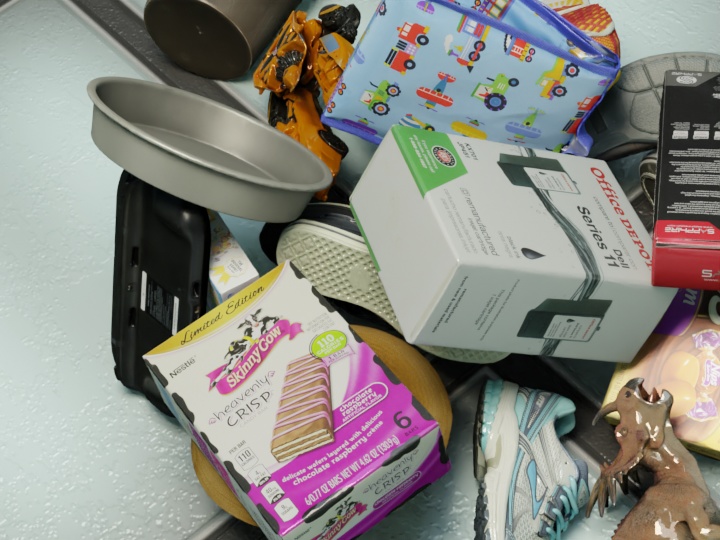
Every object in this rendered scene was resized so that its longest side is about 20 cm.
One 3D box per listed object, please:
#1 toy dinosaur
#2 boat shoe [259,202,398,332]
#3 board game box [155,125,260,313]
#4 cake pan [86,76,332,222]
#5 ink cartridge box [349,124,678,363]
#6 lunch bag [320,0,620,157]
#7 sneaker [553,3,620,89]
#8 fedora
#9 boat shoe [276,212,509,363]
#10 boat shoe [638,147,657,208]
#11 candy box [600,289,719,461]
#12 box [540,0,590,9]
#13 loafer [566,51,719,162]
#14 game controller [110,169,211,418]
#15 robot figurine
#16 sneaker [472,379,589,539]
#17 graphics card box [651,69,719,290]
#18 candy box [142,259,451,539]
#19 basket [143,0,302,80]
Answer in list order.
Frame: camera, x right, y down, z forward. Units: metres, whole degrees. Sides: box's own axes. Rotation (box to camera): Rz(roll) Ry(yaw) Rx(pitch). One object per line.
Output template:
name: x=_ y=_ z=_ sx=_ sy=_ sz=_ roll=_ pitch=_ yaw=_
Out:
toy dinosaur: x=0.204 y=0.191 z=1.188 sx=0.134 sy=0.086 sz=0.201 roll=16 pitch=62 yaw=21
boat shoe: x=0.001 y=-0.003 z=1.372 sx=0.200 sy=0.074 sz=0.063 roll=22 pitch=19 yaw=22
board game box: x=-0.128 y=-0.013 z=1.369 sx=0.034 sy=0.135 sz=0.201 roll=-26 pitch=53 yaw=-12
cake pan: x=-0.119 y=-0.091 z=1.287 sx=0.198 sy=0.037 sz=0.200 roll=22 pitch=16 yaw=-6
ink cartridge box: x=0.111 y=-0.017 z=1.223 sx=0.198 sy=0.083 sz=0.147 roll=6 pitch=41 yaw=-31
lunch bag: x=0.094 y=-0.143 z=1.306 sx=0.199 sy=0.151 sz=0.094 roll=29 pitch=41 yaw=-5
sneaker: x=0.114 y=-0.169 z=1.368 sx=0.198 sy=0.078 sz=0.073 roll=7 pitch=34 yaw=34
fedora: x=-0.026 y=0.132 z=1.271 sx=0.198 sy=0.082 sz=0.202 roll=-7 pitch=50 yaw=9
boat shoe: x=0.033 y=0.008 z=1.291 sx=0.198 sy=0.075 sz=0.062 roll=23 pitch=26 yaw=13
boat shoe: x=0.273 y=-0.021 z=1.352 sx=0.063 sy=0.071 sz=0.201 roll=-26 pitch=54 yaw=-13
candy box: x=0.268 y=0.036 z=1.270 sx=0.116 sy=0.056 sz=0.202 roll=17 pitch=81 yaw=24
box: x=0.117 y=-0.148 z=1.458 sx=0.198 sy=0.102 sz=0.113 roll=-12 pitch=51 yaw=-1
loafer: x=0.215 y=-0.125 z=1.389 sx=0.198 sy=0.063 sz=0.073 roll=-20 pitch=82 yaw=11
game controller: x=-0.155 y=0.017 z=1.312 sx=0.104 sy=0.202 sz=0.042 roll=28 pitch=36 yaw=32
robot figurine: x=-0.041 y=-0.154 z=1.459 sx=0.058 sy=0.146 sz=0.201 roll=23 pitch=23 yaw=-28
sneaker: x=0.126 y=0.166 z=1.226 sx=0.085 sy=0.078 sz=0.202 roll=3 pitch=54 yaw=1
graphics card box: x=0.277 y=-0.067 z=1.231 sx=0.124 sy=0.051 sz=0.201 roll=3 pitch=44 yaw=9
candy box: x=-0.048 y=0.100 z=1.207 sx=0.136 sy=0.061 sz=0.200 roll=-34 pitch=50 yaw=-14
basket: x=-0.111 y=-0.290 z=1.593 sx=0.178 sy=0.137 sz=0.201 roll=11 pitch=58 yaw=22
